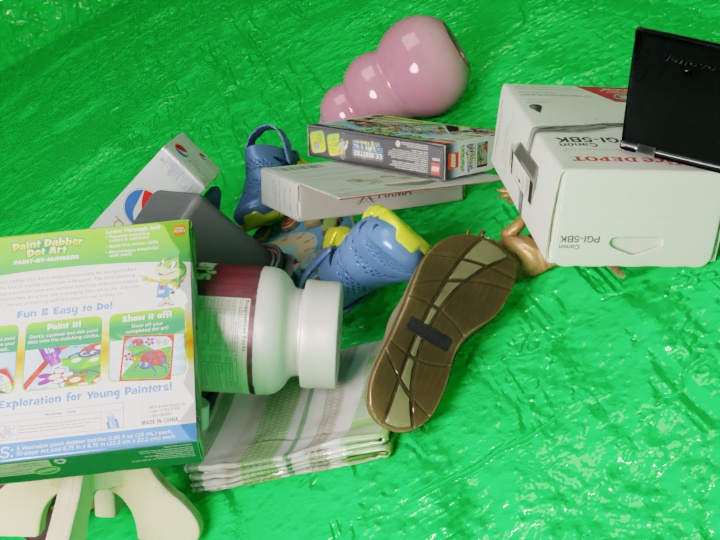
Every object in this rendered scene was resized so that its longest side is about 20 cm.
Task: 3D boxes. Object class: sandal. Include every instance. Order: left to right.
[{"bbox_3d":[-0.119,-0.114,1.280,0.079,0.088,0.200,-21,23,15],"label":"sandal"},{"bbox_3d":[0.000,0.000,0.983,0.087,0.079,0.200,-51,9,-20],"label":"sandal"},{"bbox_3d":[0.060,0.050,0.882,0.201,0.080,0.054,-58,4,-26],"label":"sandal"}]

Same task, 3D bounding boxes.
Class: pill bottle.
[{"bbox_3d":[-0.116,0.049,0.901,0.198,0.110,0.110,3,34,2],"label":"pill bottle"}]

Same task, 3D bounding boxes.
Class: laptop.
[{"bbox_3d":[0.302,-0.130,0.790,0.186,0.117,0.200,17,31,17],"label":"laptop"}]

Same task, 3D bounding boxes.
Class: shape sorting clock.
[{"bbox_3d":[-0.095,-0.011,1.164,0.198,0.039,0.201,-22,30,14],"label":"shape sorting clock"}]

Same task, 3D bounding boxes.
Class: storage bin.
[{"bbox_3d":[-0.187,0.020,1.049,0.145,0.134,0.201,9,60,45],"label":"storage bin"}]

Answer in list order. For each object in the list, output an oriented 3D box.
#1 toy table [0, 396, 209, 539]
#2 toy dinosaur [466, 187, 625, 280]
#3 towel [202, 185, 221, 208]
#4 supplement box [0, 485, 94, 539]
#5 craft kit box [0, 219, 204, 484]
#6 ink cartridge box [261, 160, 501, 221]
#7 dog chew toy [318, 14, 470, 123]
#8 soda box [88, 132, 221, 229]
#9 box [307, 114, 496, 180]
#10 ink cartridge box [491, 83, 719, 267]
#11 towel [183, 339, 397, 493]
[{"bbox_3d":[-0.224,0.160,0.865,0.198,0.118,0.184,3,6,13],"label":"toy table"},{"bbox_3d":[0.159,-0.019,0.944,0.199,0.060,0.107,-11,62,38],"label":"toy dinosaur"},{"bbox_3d":[-0.220,0.008,1.176,0.024,0.145,0.200,32,56,8],"label":"towel"},{"bbox_3d":[-0.310,0.132,0.967,0.131,0.201,0.103,-38,29,-14],"label":"supplement box"},{"bbox_3d":[-0.222,0.059,0.803,0.198,0.049,0.199,-5,59,-4],"label":"craft kit box"},{"bbox_3d":[0.023,-0.080,1.067,0.198,0.044,0.173,-9,19,-27],"label":"ink cartridge box"},{"bbox_3d":[0.035,-0.226,1.306,0.199,0.125,0.125,-30,28,16],"label":"dog chew toy"},{"bbox_3d":[-0.245,-0.057,1.164,0.200,0.064,0.068,-42,10,21],"label":"soda box"},{"bbox_3d":[0.050,-0.132,1.108,0.199,0.035,0.109,15,22,43],"label":"box"},{"bbox_3d":[0.207,-0.088,0.903,0.145,0.084,0.201,0,29,-8],"label":"ink cartridge box"},{"bbox_3d":[-0.051,0.119,0.927,0.198,0.031,0.150,-16,32,24],"label":"towel"}]
